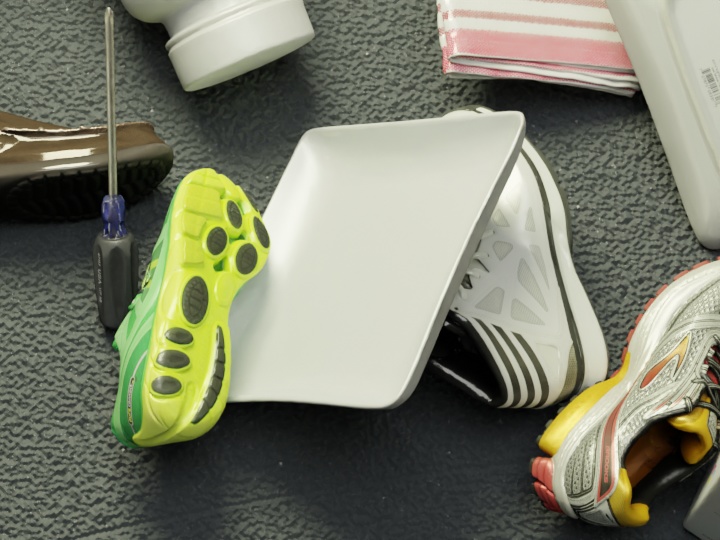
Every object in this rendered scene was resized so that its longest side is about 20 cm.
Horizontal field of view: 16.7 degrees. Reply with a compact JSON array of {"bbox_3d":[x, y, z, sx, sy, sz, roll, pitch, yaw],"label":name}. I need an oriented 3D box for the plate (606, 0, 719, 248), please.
[{"bbox_3d":[0.269,-0.135,1.497,0.199,0.032,0.201,-21,98,8],"label":"plate"}]

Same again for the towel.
[{"bbox_3d":[0.109,-0.211,1.565,0.145,0.030,0.201,4,69,-24],"label":"towel"}]

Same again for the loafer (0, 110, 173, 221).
[{"bbox_3d":[-0.214,-0.072,1.491,0.198,0.073,0.071,-7,68,-7],"label":"loafer"}]

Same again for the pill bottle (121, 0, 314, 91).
[{"bbox_3d":[-0.108,-0.220,1.520,0.119,0.120,0.201,-22,90,-12],"label":"pill bottle"}]

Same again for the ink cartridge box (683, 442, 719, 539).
[{"bbox_3d":[0.266,0.078,1.396,0.085,0.200,0.148,27,68,7],"label":"ink cartridge box"}]

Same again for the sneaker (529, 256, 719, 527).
[{"bbox_3d":[0.192,0.076,1.445,0.200,0.078,0.082,-50,39,-16],"label":"sneaker"}]

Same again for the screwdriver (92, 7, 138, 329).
[{"bbox_3d":[-0.147,-0.060,1.452,0.028,0.029,0.201,-3,109,-8],"label":"screwdriver"}]

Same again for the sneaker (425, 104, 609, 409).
[{"bbox_3d":[0.069,-0.010,1.460,0.115,0.076,0.202,-3,64,-45],"label":"sneaker"}]

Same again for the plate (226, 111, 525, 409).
[{"bbox_3d":[0.000,0.000,1.443,0.032,0.199,0.200,41,63,-33],"label":"plate"}]

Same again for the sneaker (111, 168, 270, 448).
[{"bbox_3d":[-0.111,0.019,1.457,0.074,0.083,0.201,39,44,-27],"label":"sneaker"}]
